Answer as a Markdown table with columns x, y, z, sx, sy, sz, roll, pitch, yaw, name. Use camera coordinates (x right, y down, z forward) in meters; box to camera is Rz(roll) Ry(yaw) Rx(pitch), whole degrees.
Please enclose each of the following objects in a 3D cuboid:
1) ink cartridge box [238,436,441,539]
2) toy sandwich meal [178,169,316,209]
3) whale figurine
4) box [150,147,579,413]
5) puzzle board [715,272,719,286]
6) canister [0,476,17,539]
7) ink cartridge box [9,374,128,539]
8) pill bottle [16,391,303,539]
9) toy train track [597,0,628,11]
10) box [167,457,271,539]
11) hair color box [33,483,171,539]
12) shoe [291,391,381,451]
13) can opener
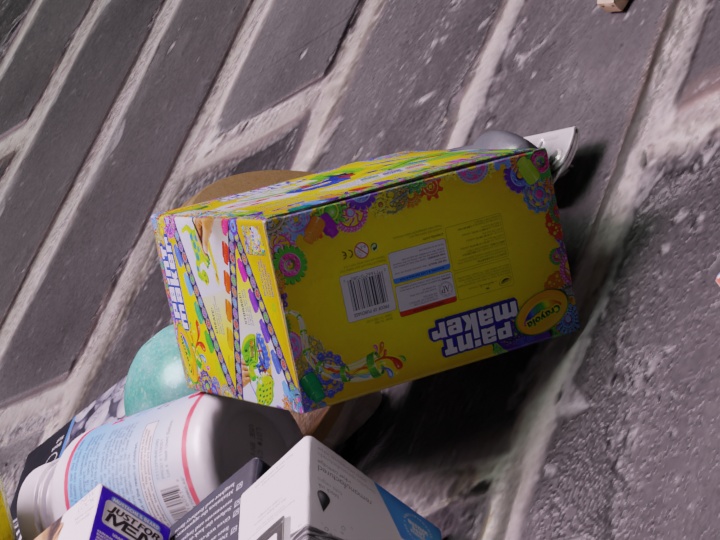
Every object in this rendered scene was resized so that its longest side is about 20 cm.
| x | y | z | sx | sy | sz | roll | pitch | yaw | name |
| --- | --- | --- | --- | --- | --- | --- | --- | --- | --- |
| -0.010 | 0.205 | 1.433 | 0.068 | 0.116 | 0.200 | -42 | 26 | 25 | ink cartridge box |
| -0.050 | -0.010 | 1.808 | 0.205 | 0.204 | 0.071 | -99 | 14 | -60 | toy sandwich meal |
| -0.100 | 0.063 | 1.823 | 0.159 | 0.104 | 0.200 | -34 | 16 | 48 | whale figurine |
| 0.000 | 0.000 | 1.577 | 0.199 | 0.123 | 0.192 | -15 | 9 | -24 | box |
| 0.271 | -0.013 | 1.334 | 0.151 | 0.017 | 0.200 | -48 | 22 | 11 | puzzle board |
| -0.286 | 0.227 | 1.702 | 0.201 | 0.086 | 0.149 | 85 | -159 | -46 | canister |
| -0.218 | 0.183 | 1.972 | 0.198 | 0.043 | 0.201 | -37 | 28 | 34 | ink cartridge box |
| -0.139 | 0.150 | 1.682 | 0.199 | 0.109 | 0.109 | -19 | 38 | 38 | pill bottle |
| 0.225 | -0.278 | 1.791 | 0.200 | 0.032 | 0.115 | -57 | 22 | -12 | toy train track |
| -0.081 | 0.245 | 1.525 | 0.148 | 0.107 | 0.200 | -40 | 25 | 28 | box |
| -0.185 | 0.241 | 1.514 | 0.109 | 0.065 | 0.200 | -40 | 24 | 32 | hair color box |
| -0.060 | 0.141 | 1.723 | 0.200 | 0.053 | 0.070 | -48 | 52 | 23 | shoe |
| 0.088 | -0.074 | 1.729 | 0.053 | 0.066 | 0.200 | -61 | 19 | -17 | can opener |
